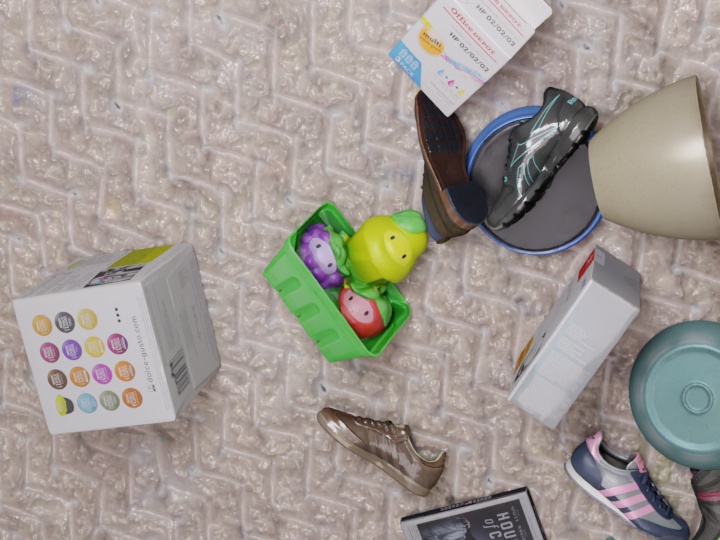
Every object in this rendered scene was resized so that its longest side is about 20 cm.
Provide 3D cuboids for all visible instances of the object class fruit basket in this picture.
[{"bbox_3d":[0.000,0.000,1.677,0.214,0.156,0.218,13,122,22],"label":"fruit basket"}]

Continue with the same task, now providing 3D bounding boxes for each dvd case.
[{"bbox_3d":[0.175,0.409,1.826,0.198,0.025,0.152,-17,104,17],"label":"dvd case"}]

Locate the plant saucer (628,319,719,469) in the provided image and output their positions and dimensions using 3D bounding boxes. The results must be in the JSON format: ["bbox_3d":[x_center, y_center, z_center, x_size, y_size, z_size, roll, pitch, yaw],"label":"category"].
[{"bbox_3d":[0.451,0.168,1.649,0.198,0.036,0.203,2,95,26],"label":"plant saucer"}]

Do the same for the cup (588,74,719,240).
[{"bbox_3d":[0.361,-0.126,1.524,0.142,0.200,0.202,-10,105,18],"label":"cup"}]

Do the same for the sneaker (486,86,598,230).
[{"bbox_3d":[0.218,-0.141,1.583,0.079,0.075,0.201,40,105,12],"label":"sneaker"}]

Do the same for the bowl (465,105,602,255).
[{"bbox_3d":[0.232,-0.115,1.637,0.198,0.039,0.203,4,108,11],"label":"bowl"}]

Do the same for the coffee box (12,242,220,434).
[{"bbox_3d":[-0.336,0.092,1.739,0.196,0.200,0.202,-7,106,15],"label":"coffee box"}]

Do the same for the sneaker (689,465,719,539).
[{"bbox_3d":[0.491,0.297,1.705,0.083,0.077,0.202,19,107,22],"label":"sneaker"}]

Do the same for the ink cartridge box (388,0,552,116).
[{"bbox_3d":[0.133,-0.292,1.532,0.115,0.068,0.200,44,147,-4],"label":"ink cartridge box"}]

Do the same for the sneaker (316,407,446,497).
[{"bbox_3d":[0.032,0.243,1.791,0.199,0.070,0.076,35,92,-4],"label":"sneaker"}]

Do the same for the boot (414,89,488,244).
[{"bbox_3d":[0.097,-0.133,1.638,0.097,0.074,0.202,-44,59,56],"label":"boot"}]

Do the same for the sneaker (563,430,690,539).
[{"bbox_3d":[0.384,0.302,1.718,0.199,0.070,0.082,33,113,3],"label":"sneaker"}]

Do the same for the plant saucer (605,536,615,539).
[{"bbox_3d":[0.417,0.473,1.798,0.199,0.019,0.070,38,111,-3],"label":"plant saucer"}]

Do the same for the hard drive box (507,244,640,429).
[{"bbox_3d":[0.283,0.086,1.629,0.076,0.156,0.201,32,110,1],"label":"hard drive box"}]
